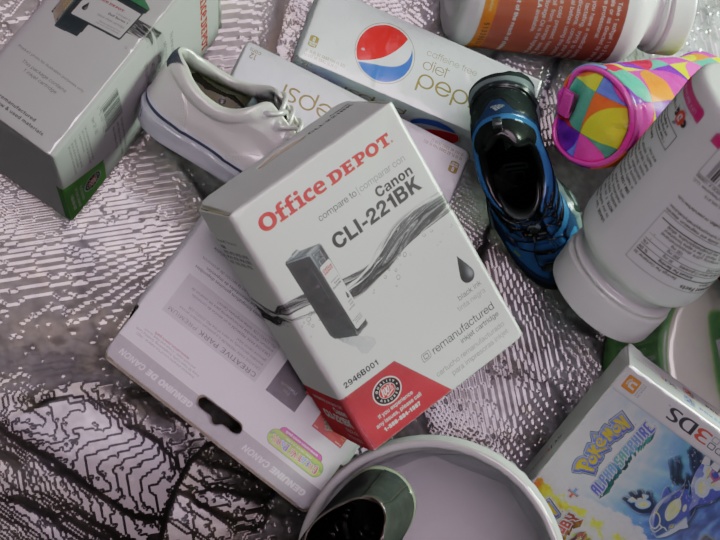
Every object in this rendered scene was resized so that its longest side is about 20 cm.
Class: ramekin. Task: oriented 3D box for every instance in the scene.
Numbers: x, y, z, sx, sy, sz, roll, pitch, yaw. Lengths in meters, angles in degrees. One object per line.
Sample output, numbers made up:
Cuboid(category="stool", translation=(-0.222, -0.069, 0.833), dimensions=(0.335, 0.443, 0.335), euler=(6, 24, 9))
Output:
Cuboid(category="ramekin", translation=(0.058, 0.217, 1.109), dimensions=(0.197, 0.105, 0.203), euler=(0, 92, 11))
Cuboid(category="ramekin", translation=(0.309, 0.080, 1.227), dimensions=(0.197, 0.098, 0.203), euler=(3, 79, -13))

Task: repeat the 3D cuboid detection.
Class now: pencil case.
Cuboid(category="pencil case", translation=(0.234, -0.132, 1.213), dimensions=(0.199, 0.088, 0.089), euler=(-14, 82, -50))

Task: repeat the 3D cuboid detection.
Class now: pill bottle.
Cuboid(category="pill bottle", translation=(0.173, -0.233, 1.247), dimensions=(0.197, 0.112, 0.114), euler=(6, 78, -12))
Cuboid(category="pill bottle", translation=(0.238, -0.046, 1.118), dimensions=(0.112, 0.201, 0.114), euler=(25, 35, -19))

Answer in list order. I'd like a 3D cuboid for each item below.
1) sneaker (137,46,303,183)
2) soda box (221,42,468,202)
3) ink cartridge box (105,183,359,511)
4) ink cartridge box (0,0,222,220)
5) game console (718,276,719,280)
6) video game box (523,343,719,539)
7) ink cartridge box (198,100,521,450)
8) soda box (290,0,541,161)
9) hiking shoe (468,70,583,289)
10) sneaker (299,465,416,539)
Cuboid(category="sneaker", translation=(-0.068, -0.094, 1.105), dimensions=(0.198, 0.071, 0.073), euler=(27, 34, -7))
Cuboid(category="soda box", translation=(-0.019, -0.100, 1.195), dimensions=(0.198, 0.064, 0.069), euler=(26, 75, -7))
Cuboid(category="ink cartridge box", translation=(-0.073, 0.059, 1.149), dimensions=(0.199, 0.084, 0.176), euler=(38, 74, -3))
Cuboid(category="ink cartridge box", translation=(-0.195, -0.157, 1.126), dimensions=(0.084, 0.146, 0.201), euler=(34, 73, 5))
Cuboid(category="game console", translation=(0.340, -0.044, 1.227), dimensions=(0.175, 0.201, 0.031), euler=(-5, 125, -19))
Cuboid(category="video game box", translation=(0.219, 0.188, 1.161), dimensions=(0.181, 0.047, 0.201), euler=(35, 110, -2))
Cuboid(category="ink cartridge box", translation=(0.000, 0.000, 1.062), dimensions=(0.144, 0.084, 0.201), euler=(-36, 106, -15))
Cuboid(category="soda box", translation=(0.043, -0.156, 1.228), dimensions=(0.198, 0.064, 0.069), euler=(22, 75, -9))
Cuboid(category="hiking shoe", translation=(0.126, -0.054, 1.181), dimensions=(0.074, 0.087, 0.201), euler=(-14, 124, 19))
Cuboid(category="sneaker", translation=(-0.038, 0.224, 1.019), dimensions=(0.074, 0.106, 0.201), euler=(31, 95, 10))
